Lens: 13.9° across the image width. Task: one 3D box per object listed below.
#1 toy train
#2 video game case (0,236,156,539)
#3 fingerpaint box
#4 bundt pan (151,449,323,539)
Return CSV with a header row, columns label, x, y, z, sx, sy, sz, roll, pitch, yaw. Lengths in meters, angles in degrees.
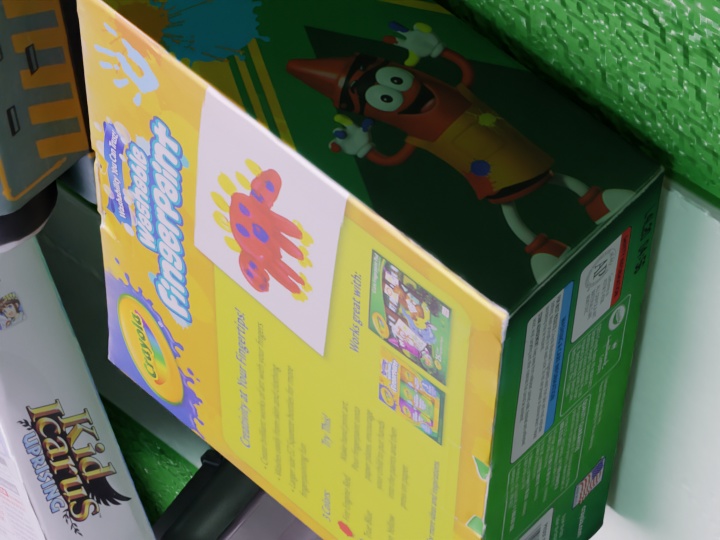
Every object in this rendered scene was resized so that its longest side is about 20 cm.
label,x,y,z,sx,sy,sz,roll,pitch,yaw
toy train,-0.108,-0.091,0.897,0.085,0.114,0.200,36,152,27
video game case,-0.154,0.034,1.164,0.200,0.045,0.182,16,131,65
fingerpaint box,0.000,0.000,0.895,0.167,0.073,0.200,37,152,22
bundt pan,-0.017,0.168,1.164,0.202,0.076,0.202,37,153,23
